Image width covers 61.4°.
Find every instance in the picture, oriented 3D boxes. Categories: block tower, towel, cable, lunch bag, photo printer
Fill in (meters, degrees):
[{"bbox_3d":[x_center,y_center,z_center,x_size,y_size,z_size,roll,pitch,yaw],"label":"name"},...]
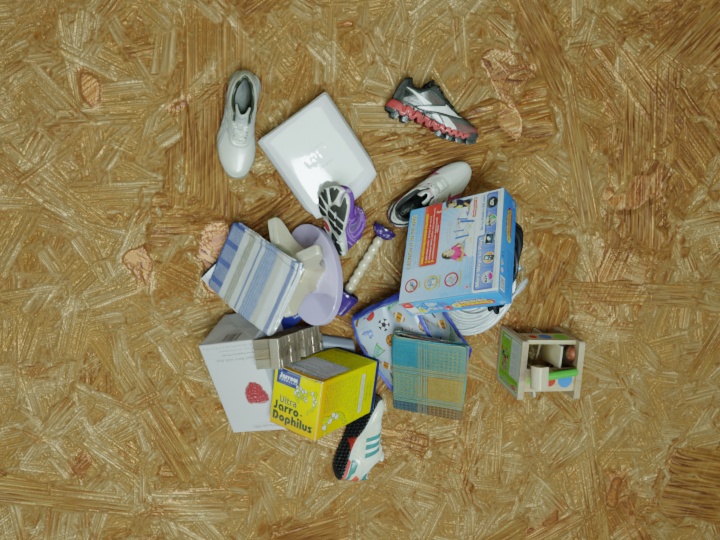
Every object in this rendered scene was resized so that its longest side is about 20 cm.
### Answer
[{"bbox_3d":[-0.133,0.140,1.134,0.057,0.200,0.055,-7,90,17],"label":"block tower"},{"bbox_3d":[0.130,0.203,1.157,0.145,0.022,0.202,8,128,15],"label":"towel"},{"bbox_3d":[0.259,-0.010,1.125,0.050,0.200,0.164,22,108,-10],"label":"cable"},{"bbox_3d":[0.099,0.136,1.215,0.169,0.124,0.200,-28,109,34],"label":"lunch bag"},{"bbox_3d":[-0.195,0.011,1.112,0.024,0.199,0.148,11,107,-54],"label":"towel"},{"bbox_3d":[-0.076,-0.214,1.177,0.166,0.069,0.201,-35,103,-1],"label":"photo printer"},{"bbox_3d":[0.224,0.033,1.270,0.199,0.069,0.201,33,95,-12],"label":"cable"}]

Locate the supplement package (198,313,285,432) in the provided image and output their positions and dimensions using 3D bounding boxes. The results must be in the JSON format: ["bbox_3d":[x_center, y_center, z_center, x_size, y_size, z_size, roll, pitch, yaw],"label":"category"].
[{"bbox_3d":[-0.205,0.195,1.175,0.120,0.120,0.202,-9,113,18],"label":"supplement package"}]

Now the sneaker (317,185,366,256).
[{"bbox_3d":[-0.028,-0.108,1.158,0.083,0.200,0.081,-36,72,-15],"label":"sneaker"}]

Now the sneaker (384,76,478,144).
[{"bbox_3d":[0.151,-0.316,1.192,0.199,0.071,0.099,21,99,-10],"label":"sneaker"}]

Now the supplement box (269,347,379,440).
[{"bbox_3d":[-0.063,0.226,1.150,0.108,0.199,0.111,13,101,31],"label":"supplement box"}]

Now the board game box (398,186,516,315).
[{"bbox_3d":[0.173,-0.030,1.082,0.056,0.194,0.202,35,55,-43],"label":"board game box"}]

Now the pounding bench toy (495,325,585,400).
[{"bbox_3d":[0.394,0.201,1.259,0.154,0.200,0.126,2,100,-8],"label":"pounding bench toy"}]

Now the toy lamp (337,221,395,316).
[{"bbox_3d":[0.000,0.000,1.235,0.058,0.058,0.201,28,95,-13],"label":"toy lamp"}]

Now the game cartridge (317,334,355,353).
[{"bbox_3d":[-0.078,0.236,1.278,0.132,0.041,0.202,8,99,-14],"label":"game cartridge"}]

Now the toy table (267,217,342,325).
[{"bbox_3d":[-0.117,0.001,1.146,0.183,0.117,0.202,-33,67,26],"label":"toy table"}]

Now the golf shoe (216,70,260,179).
[{"bbox_3d":[-0.229,-0.271,1.130,0.077,0.097,0.202,3,101,-11],"label":"golf shoe"}]

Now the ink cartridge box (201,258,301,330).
[{"bbox_3d":[-0.213,0.048,1.217,0.094,0.044,0.200,-43,104,3],"label":"ink cartridge box"}]

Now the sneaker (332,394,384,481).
[{"bbox_3d":[0.017,0.364,1.308,0.093,0.070,0.201,21,95,-30],"label":"sneaker"}]

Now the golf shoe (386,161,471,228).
[{"bbox_3d":[0.145,-0.150,1.210,0.199,0.092,0.073,-37,95,-3],"label":"golf shoe"}]
